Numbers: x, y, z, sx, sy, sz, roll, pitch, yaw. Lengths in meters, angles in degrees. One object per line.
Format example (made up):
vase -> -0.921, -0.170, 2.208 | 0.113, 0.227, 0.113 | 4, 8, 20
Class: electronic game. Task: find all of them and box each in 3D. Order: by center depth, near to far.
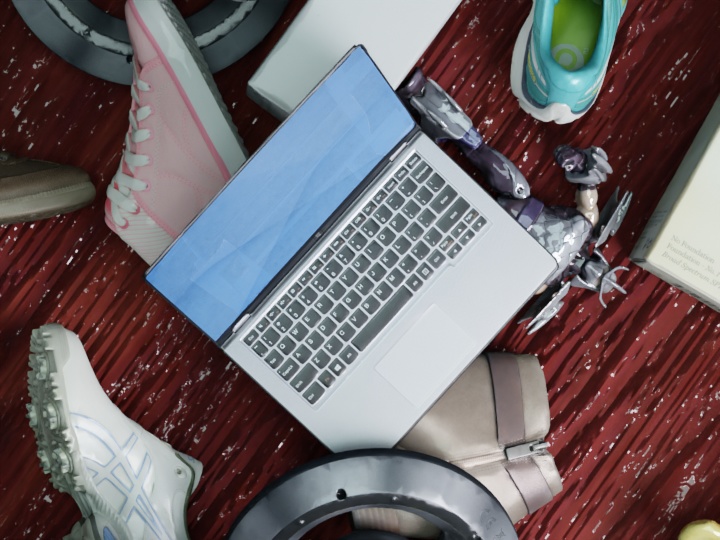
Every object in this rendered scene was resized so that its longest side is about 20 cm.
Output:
electronic game -> 0.006, 0.200, 1.490 | 0.199, 0.042, 0.201 | -3, 118, -5
electronic game -> -0.135, -0.219, 1.506 | 0.199, 0.042, 0.201 | -1, 97, -8

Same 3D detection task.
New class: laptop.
laptop -> 0.000, 0.000, 1.412 | 0.200, 0.116, 0.187 | 43, 87, -8

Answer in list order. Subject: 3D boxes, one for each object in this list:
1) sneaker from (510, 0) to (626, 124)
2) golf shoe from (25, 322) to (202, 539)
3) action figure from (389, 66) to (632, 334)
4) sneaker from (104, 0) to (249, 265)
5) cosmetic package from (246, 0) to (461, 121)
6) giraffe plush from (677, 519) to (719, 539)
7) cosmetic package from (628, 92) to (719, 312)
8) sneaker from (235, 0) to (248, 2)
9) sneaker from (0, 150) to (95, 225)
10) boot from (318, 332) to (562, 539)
sneaker -> 0.148, -0.193, 1.504 | 0.077, 0.080, 0.201 | 10, 76, -3
golf shoe -> -0.155, 0.123, 1.510 | 0.097, 0.078, 0.201 | -18, 97, -20
action figure -> 0.092, -0.042, 1.515 | 0.200, 0.069, 0.130 | 37, 80, -6
sneaker -> -0.128, -0.077, 1.476 | 0.104, 0.075, 0.201 | -23, 119, 3
cosmetic package -> 0.014, -0.172, 1.488 | 0.081, 0.113, 0.200 | 37, 86, -3
giraffe plush -> 0.302, 0.193, 1.490 | 0.162, 0.200, 0.173 | -32, 59, 21
cosmetic package -> 0.270, -0.069, 1.521 | 0.103, 0.073, 0.200 | 28, 90, -3
sneaker -> -0.150, -0.225, 1.410 | 0.200, 0.115, 0.075 | 36, 76, -37
sneaker -> -0.271, -0.064, 1.493 | 0.199, 0.070, 0.076 | -6, 90, -3
boot -> 0.046, 0.079, 1.518 | 0.146, 0.070, 0.201 | -14, 92, -9
